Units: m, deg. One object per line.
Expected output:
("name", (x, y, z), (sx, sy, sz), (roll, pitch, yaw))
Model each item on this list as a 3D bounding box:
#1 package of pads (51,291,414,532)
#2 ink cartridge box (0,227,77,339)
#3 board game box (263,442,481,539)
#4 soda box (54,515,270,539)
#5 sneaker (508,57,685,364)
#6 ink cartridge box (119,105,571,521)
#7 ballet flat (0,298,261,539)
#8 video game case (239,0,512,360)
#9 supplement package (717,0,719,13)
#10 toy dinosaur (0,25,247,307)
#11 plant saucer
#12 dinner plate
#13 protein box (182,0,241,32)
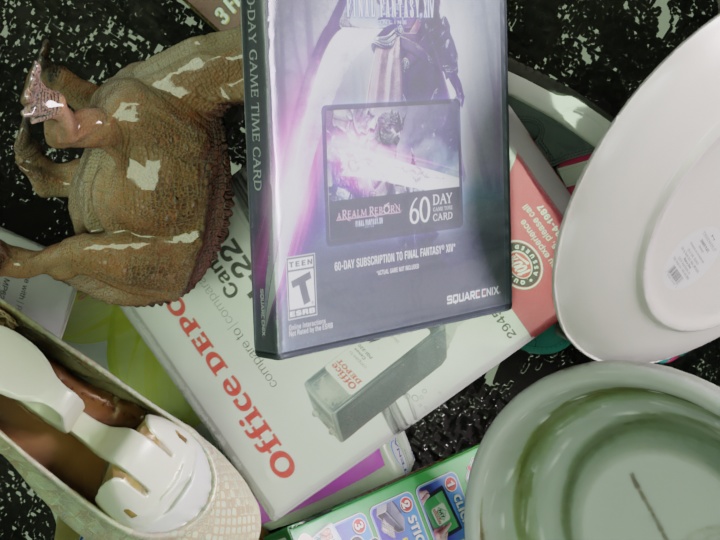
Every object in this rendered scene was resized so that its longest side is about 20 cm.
("package of pads", (-0.087, 0.069, 0.812), (0.198, 0.068, 0.156), (-19, 94, 9))
("ink cartridge box", (-0.255, 0.008, 0.708), (0.198, 0.144, 0.085), (25, 66, -30))
("board game box", (0.046, 0.203, 0.742), (0.029, 0.133, 0.202), (-29, 80, 53))
("soda box", (-0.070, 0.175, 0.769), (0.064, 0.068, 0.200), (-31, 125, 19))
("sneaker", (0.104, -0.018, 0.773), (0.199, 0.084, 0.121), (35, 90, 2))
("ink cartridge box", (0.000, 0.000, 0.710), (0.199, 0.085, 0.146), (-36, 90, 15))
("ballet flat", (-0.122, 0.072, 0.646), (0.199, 0.062, 0.068), (36, 71, -14))
("video game case", (0.010, -0.075, 0.591), (0.019, 0.142, 0.203), (6, 100, 43))
("supplement package", (0.270, -0.180, 0.714), (0.197, 0.111, 0.158), (-10, 96, 8))
("toy dinosaur", (-0.080, -0.034, 0.621), (0.134, 0.086, 0.201), (17, 131, -13))
("plant saucer", (0.143, 0.133, 0.696), (0.198, 0.050, 0.203), (13, 112, 34))
("dinner plate", (0.168, -0.033, 0.648), (0.201, 0.200, 0.024), (-49, 49, 9))
("protein box", (-0.070, -0.220, 0.711), (0.198, 0.200, 0.135), (42, 100, 2))
